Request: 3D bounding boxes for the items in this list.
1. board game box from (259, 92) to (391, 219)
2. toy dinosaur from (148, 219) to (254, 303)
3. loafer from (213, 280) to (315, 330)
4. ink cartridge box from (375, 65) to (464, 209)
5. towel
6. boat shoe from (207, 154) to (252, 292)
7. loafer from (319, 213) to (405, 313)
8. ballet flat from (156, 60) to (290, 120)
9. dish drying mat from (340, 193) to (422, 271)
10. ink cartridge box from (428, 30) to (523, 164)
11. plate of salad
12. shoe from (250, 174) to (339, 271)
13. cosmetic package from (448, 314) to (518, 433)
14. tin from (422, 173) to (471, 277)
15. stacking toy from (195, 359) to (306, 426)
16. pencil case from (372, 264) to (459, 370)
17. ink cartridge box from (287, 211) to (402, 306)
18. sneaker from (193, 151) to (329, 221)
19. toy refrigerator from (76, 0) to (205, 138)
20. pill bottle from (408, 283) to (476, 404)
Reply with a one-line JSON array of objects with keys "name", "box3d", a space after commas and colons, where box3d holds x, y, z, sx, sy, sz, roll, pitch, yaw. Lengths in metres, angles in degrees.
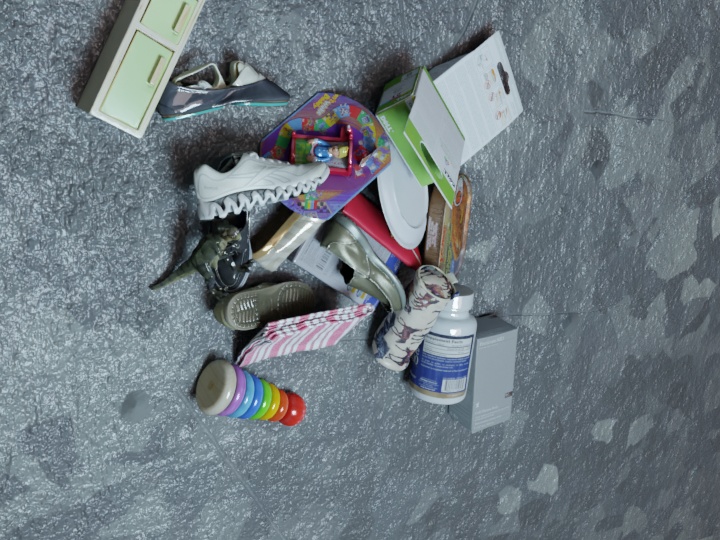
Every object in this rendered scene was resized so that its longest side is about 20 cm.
[{"name": "board game box", "box3d": [-0.052, -0.179, 1.177, 0.200, 0.039, 0.158, -42, 84, -15]}, {"name": "toy dinosaur", "box3d": [-0.208, -0.006, 1.122, 0.088, 0.048, 0.199, 35, 129, -25]}, {"name": "loafer", "box3d": [-0.148, 0.053, 1.239, 0.199, 0.068, 0.077, 2, 91, -52]}, {"name": "ink cartridge box", "box3d": [0.087, -0.194, 1.215, 0.148, 0.075, 0.201, 54, 32, -28]}, {"name": "towel", "box3d": [-0.087, 0.105, 1.263, 0.198, 0.146, 0.030, -10, 71, -32]}, {"name": "boat shoe", "box3d": [-0.187, -0.063, 1.152, 0.069, 0.066, 0.203, 8, 102, -3]}, {"name": "loafer", "box3d": [0.000, 0.000, 1.277, 0.070, 0.075, 0.201, -43, 116, -10]}, {"name": "ballet flat", "box3d": [-0.186, -0.252, 1.100, 0.198, 0.073, 0.074, -14, 114, -28]}, {"name": "dish drying mat", "box3d": [0.034, -0.070, 1.310, 0.018, 0.077, 0.199, -32, 131, 24]}, {"name": "ink cartridge box", "box3d": [0.181, -0.289, 1.364, 0.200, 0.047, 0.161, -41, 125, -21]}, {"name": "plate of salad", "box3d": [0.062, -0.134, 1.293, 0.199, 0.047, 0.203, 22, 64, -60]}, {"name": "shoe", "box3d": [-0.091, -0.082, 1.227, 0.200, 0.070, 0.053, -46, 118, -2]}, {"name": "cosmetic package", "box3d": [0.236, 0.197, 1.550, 0.106, 0.090, 0.203, -13, 117, -28]}, {"name": "tin", "box3d": [0.151, -0.071, 1.398, 0.112, 0.041, 0.203, -25, 124, -60]}, {"name": "stacking toy", "box3d": [-0.162, 0.208, 1.278, 0.199, 0.085, 0.086, 27, 91, -42]}, {"name": "pencil case", "box3d": [0.090, 0.084, 1.364, 0.088, 0.078, 0.201, 3, 134, -33]}, {"name": "ink cartridge box", "box3d": [-0.022, -0.026, 1.315, 0.199, 0.042, 0.120, 33, 85, -36]}, {"name": "sneaker", "box3d": [-0.134, -0.128, 1.097, 0.198, 0.075, 0.082, -18, 97, -24]}, {"name": "toy refrigerator", "box3d": [-0.279, -0.279, 1.022, 0.075, 0.070, 0.202, 25, 91, -38]}, {"name": "pill bottle", "box3d": [0.151, 0.130, 1.448, 0.110, 0.111, 0.203, -4, 109, -34]}]
